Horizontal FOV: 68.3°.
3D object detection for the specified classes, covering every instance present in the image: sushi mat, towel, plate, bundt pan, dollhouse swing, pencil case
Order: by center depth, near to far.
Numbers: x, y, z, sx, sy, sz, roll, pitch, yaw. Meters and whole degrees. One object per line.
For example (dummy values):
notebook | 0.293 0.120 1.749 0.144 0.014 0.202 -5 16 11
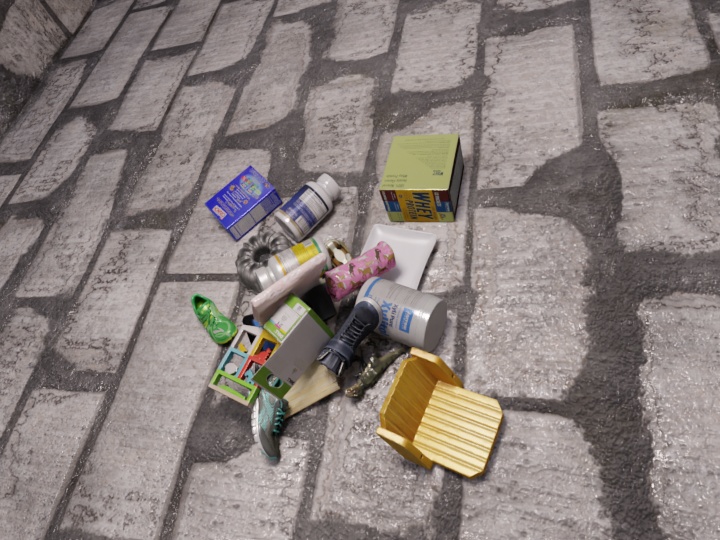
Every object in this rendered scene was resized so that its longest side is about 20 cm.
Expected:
dollhouse swing | 0.172 0.301 1.108 0.173 0.182 0.203 3 55 46
towel | -0.168 0.048 1.253 0.198 0.191 0.032 -37 81 -19
sushi mat | -0.146 0.287 1.296 0.197 0.012 0.097 -30 65 10
pencil case | 0.000 0.000 1.350 0.197 0.084 0.086 -30 48 -22
plate | 0.090 -0.024 1.434 0.196 0.033 0.203 12 63 27
bundt pan | -0.281 -0.035 1.556 0.197 0.076 0.206 -9 55 14

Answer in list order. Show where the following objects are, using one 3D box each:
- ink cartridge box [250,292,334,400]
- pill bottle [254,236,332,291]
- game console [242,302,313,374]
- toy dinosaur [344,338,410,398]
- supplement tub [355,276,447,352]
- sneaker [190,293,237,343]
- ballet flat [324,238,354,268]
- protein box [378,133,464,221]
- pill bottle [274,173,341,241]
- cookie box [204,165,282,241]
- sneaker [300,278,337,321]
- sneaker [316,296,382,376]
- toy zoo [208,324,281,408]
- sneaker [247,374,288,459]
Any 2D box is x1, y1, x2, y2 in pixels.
ink cartridge box | -0.171 0.178 1.225 0.075 0.148 0.201 33 77 35
pill bottle | -0.183 -0.003 1.449 0.197 0.114 0.113 -26 51 -15
game console | -0.196 0.201 1.339 0.195 0.117 0.179 -13 54 13
toy dinosaur | 0.028 0.223 1.286 0.199 0.048 0.088 -40 63 -11
supplement tub | 0.096 0.103 1.284 0.196 0.133 0.134 17 64 31
sneaker | -0.421 0.134 1.490 0.198 0.084 0.074 34 73 34
ballet flat | -0.064 -0.046 1.465 0.070 0.071 0.200 -35 42 -6
protein box | 0.177 -0.259 1.493 0.194 0.136 0.204 3 58 21
pill bottle | -0.153 -0.193 1.590 0.200 0.112 0.110 -45 54 -13
cookie box | -0.379 -0.219 1.716 0.199 0.076 0.171 -41 53 -9
sneaker | -0.159 0.108 1.416 0.197 0.074 0.108 -27 82 26
sneaker | -0.026 0.160 1.222 0.076 0.204 0.147 36 49 5
toy zoo | -0.271 0.216 1.296 0.129 0.021 0.203 16 66 27
sneaker | -0.209 0.338 1.258 0.089 0.078 0.205 -19 69 10
